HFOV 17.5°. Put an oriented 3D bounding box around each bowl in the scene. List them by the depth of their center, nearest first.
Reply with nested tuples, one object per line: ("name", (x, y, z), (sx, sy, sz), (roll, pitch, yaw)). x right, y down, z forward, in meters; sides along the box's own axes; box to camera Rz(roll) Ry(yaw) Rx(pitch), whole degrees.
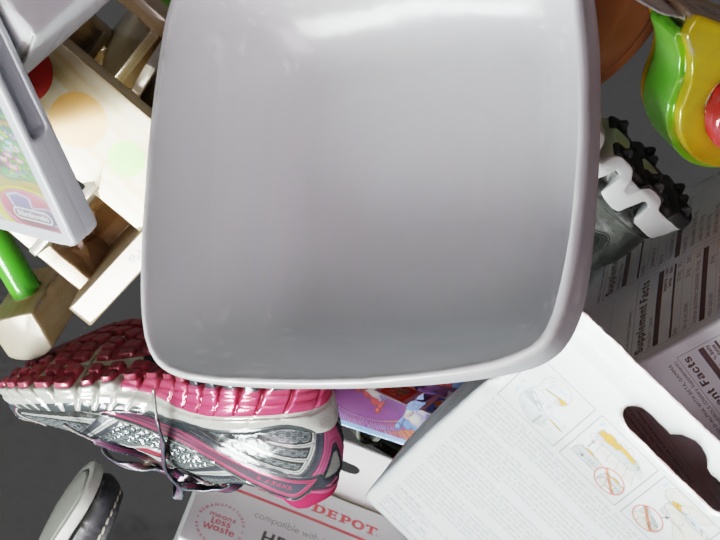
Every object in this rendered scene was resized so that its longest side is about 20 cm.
("bowl", (0.013, -0.044, 0.977), (0.199, 0.075, 0.201), (-4, 75, 27))

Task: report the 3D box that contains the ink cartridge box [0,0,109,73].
("ink cartridge box", (-0.125, -0.198, 0.987), (0.146, 0.200, 0.086), (47, 156, -6))

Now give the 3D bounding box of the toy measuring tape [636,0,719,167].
("toy measuring tape", (0.135, -0.091, 1.058), (0.199, 0.074, 0.074), (15, 124, -31))

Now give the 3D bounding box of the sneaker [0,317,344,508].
("sneaker", (-0.097, 0.073, 1.141), (0.199, 0.081, 0.075), (6, 116, 38))

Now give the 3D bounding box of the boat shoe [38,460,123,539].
("boat shoe", (-0.162, 0.187, 1.284), (0.060, 0.074, 0.200), (26, 122, -4))

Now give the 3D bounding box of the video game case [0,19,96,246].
("video game case", (-0.197, -0.103, 0.966), (0.143, 0.018, 0.200), (14, 137, 41))

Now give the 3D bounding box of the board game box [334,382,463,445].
("board game box", (0.000, 0.000, 1.127), (0.199, 0.039, 0.159), (17, 98, 15))

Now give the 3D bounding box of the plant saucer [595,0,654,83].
("plant saucer", (0.051, -0.157, 1.080), (0.199, 0.037, 0.201), (4, 118, 8))

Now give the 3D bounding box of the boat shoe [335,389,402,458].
("boat shoe", (0.014, 0.053, 1.184), (0.200, 0.064, 0.071), (33, 119, -8))

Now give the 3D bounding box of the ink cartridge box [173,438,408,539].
("ink cartridge box", (-0.047, 0.166, 1.223), (0.115, 0.068, 0.200), (21, 137, -1))

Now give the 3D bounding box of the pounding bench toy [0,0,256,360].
("pounding bench toy", (-0.159, -0.066, 1.117), (0.156, 0.124, 0.200), (39, 118, -11))

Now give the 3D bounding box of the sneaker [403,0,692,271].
("sneaker", (0.058, -0.070, 1.064), (0.090, 0.067, 0.200), (-38, 108, 18))

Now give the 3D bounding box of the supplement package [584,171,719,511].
("supplement package", (0.200, 0.073, 1.108), (0.111, 0.156, 0.200), (-30, 109, 24))

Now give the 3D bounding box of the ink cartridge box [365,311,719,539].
("ink cartridge box", (0.109, 0.103, 1.041), (0.162, 0.050, 0.200), (44, 138, 1))
